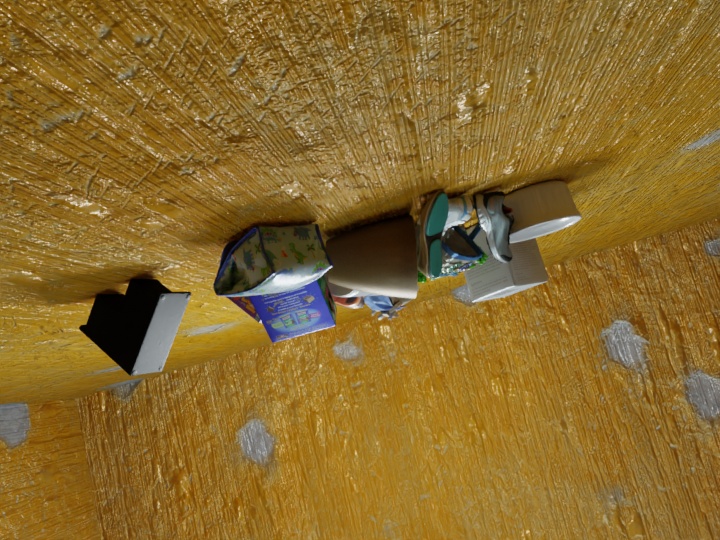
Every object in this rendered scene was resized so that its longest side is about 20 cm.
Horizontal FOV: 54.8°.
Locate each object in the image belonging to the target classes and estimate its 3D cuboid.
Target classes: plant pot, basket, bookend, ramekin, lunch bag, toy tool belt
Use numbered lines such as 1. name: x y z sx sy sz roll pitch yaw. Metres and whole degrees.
1. plant pot: 0.023 -0.027 1.563 0.197 0.189 0.186 -2 170 -2
2. basket: 0.231 -0.080 1.683 0.175 0.139 0.201 -5 133 -49
3. bookend: -0.500 0.092 1.532 0.199 0.201 0.092 31 -165 28
4. ramekin: 0.425 -0.143 1.688 0.198 0.099 0.201 -14 171 -2
5. lunch bag: -0.185 -0.009 1.414 0.169 0.129 0.200 -6 158 -44
6. toy tool belt: 0.063 0.075 1.906 0.199 0.125 0.124 -18 -144 57

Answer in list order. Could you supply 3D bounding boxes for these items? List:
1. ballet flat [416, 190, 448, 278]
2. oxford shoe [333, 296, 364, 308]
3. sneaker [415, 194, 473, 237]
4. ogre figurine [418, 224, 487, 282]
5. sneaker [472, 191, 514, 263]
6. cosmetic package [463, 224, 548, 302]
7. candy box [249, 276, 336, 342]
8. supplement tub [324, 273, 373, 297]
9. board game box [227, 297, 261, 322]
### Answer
1. ballet flat: 0.144 -0.080 1.485 0.068 0.202 0.063 -18 -148 -37
2. oxford shoe: -0.078 0.063 1.883 0.198 0.072 0.073 22 169 30
3. sneaker: 0.159 -0.112 1.558 0.086 0.076 0.200 1 152 -33
4. ogre figurine: 0.232 -0.048 1.872 0.198 0.121 0.098 -19 174 32
5. sneaker: 0.321 -0.096 1.591 0.078 0.074 0.201 -17 129 15
6. cosmetic package: 0.393 -0.035 1.951 0.164 0.202 0.164 -6 167 -41
7. candy box: -0.164 0.054 1.621 0.167 0.201 0.077 -15 -145 8
8. supplement tub: 0.000 0.000 1.750 0.131 0.134 0.199 -20 170 31
9. board game box: -0.244 0.080 1.845 0.199 0.134 0.045 1 119 -60
